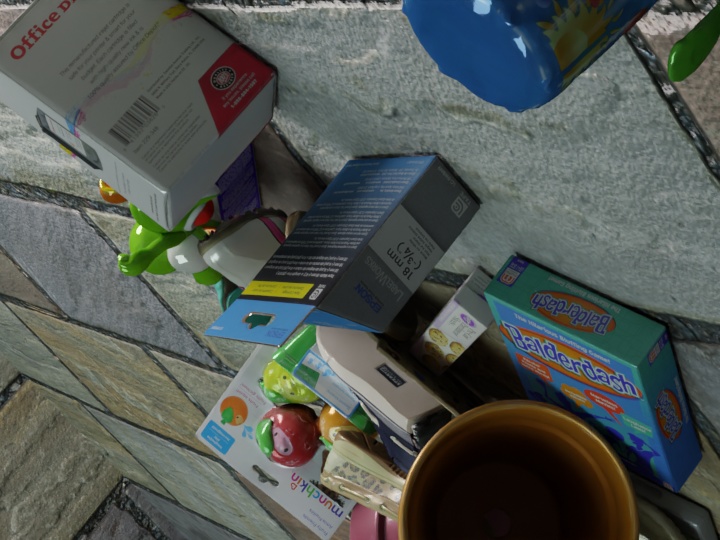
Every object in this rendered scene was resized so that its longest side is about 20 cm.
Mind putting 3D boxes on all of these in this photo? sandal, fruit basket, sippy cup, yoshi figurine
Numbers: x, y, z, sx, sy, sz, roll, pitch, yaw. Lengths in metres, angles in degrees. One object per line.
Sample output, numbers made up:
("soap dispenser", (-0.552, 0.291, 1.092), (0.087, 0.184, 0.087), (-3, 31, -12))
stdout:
("sandal", (0.000, 0.000, 1.556), (0.054, 0.081, 0.200), (-28, 137, 25))
("fruit basket", (-0.052, 0.154, 1.795), (0.185, 0.201, 0.094), (38, -171, 6))
("sippy cup", (0.095, -0.159, 0.897), (0.140, 0.131, 0.177), (49, 159, -29))
("yoshi figurine", (-0.188, -0.049, 1.563), (0.112, 0.112, 0.200), (43, 169, 35))

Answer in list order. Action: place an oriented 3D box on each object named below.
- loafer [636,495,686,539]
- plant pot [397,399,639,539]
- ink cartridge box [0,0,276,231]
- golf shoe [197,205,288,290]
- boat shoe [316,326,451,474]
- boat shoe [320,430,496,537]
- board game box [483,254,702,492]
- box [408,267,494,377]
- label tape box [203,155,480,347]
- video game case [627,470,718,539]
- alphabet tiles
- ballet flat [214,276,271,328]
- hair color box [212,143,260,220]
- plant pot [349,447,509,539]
("loafer", (0.220, 0.239, 1.603), (0.199, 0.068, 0.076), (24, 155, 40))
("plant pot", (0.127, 0.221, 1.489), (0.200, 0.201, 0.183), (38, 171, 4))
("ink cartridge box", (-0.190, -0.154, 1.437), (0.199, 0.148, 0.086), (37, 160, 13))
("golf shoe", (-0.070, -0.001, 1.555), (0.199, 0.072, 0.093), (13, -135, -59))
("boat shoe", (0.020, 0.125, 1.697), (0.200, 0.074, 0.093), (47, 150, 45))
("boat shoe", (0.047, 0.230, 1.692), (0.199, 0.063, 0.073), (33, -168, 32))
("board game box", (0.193, 0.087, 1.408), (0.151, 0.045, 0.201), (27, 157, 35))
("box", (0.086, 0.049, 1.539), (0.041, 0.039, 0.200), (38, 162, 1))
("label tape box", (-0.016, 0.001, 1.370), (0.063, 0.200, 0.144), (46, 161, -22))
("video game case", (0.274, 0.251, 1.665), (0.181, 0.022, 0.201), (26, 157, 37))
("alphabet tiles", (0.069, 0.102, 1.630), (0.200, 0.006, 0.166), (40, -173, -3))
("ballet flat", (-0.134, -0.008, 1.820), (0.071, 0.067, 0.201), (58, 171, 28))
("hair color box", (-0.157, -0.102, 1.626), (0.109, 0.065, 0.200), (34, 159, 15))
("plant pot", (0.117, 0.272, 1.788), (0.200, 0.201, 0.178), (45, 145, -17))
